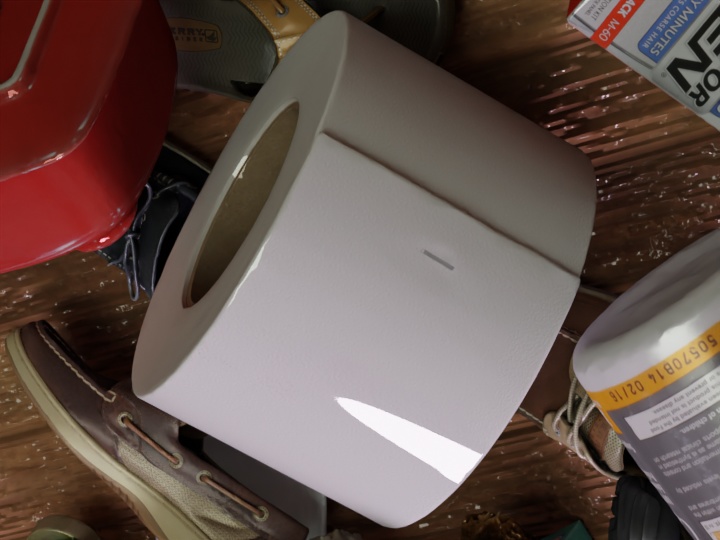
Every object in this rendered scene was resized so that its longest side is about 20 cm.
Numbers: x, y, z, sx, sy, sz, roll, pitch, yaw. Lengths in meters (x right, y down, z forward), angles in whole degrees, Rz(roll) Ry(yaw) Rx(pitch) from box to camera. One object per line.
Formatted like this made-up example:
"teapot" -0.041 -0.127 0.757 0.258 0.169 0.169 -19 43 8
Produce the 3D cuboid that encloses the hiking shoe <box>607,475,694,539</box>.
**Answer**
"hiking shoe" 0.176 0.152 1.049 0.100 0.200 0.076 0 64 20

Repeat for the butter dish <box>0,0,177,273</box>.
"butter dish" -0.163 -0.069 1.086 0.198 0.201 0.148 -13 133 26

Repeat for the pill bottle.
"pill bottle" 0.191 0.085 0.955 0.116 0.116 0.201 -33 96 30

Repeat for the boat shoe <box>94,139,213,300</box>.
"boat shoe" -0.103 -0.022 1.162 0.199 0.062 0.075 24 119 16

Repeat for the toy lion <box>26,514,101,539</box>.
"toy lion" -0.098 0.243 1.245 0.190 0.069 0.202 4 124 18

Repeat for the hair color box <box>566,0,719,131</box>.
"hair color box" 0.203 -0.104 0.963 0.199 0.064 0.111 33 120 -9

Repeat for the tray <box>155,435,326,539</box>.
"tray" -0.064 0.116 1.217 0.106 0.022 0.202 10 113 22

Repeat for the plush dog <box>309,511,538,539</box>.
"plush dog" 0.029 0.207 1.079 0.160 0.200 0.172 40 125 -5

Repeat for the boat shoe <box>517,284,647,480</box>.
"boat shoe" 0.130 0.064 1.079 0.198 0.072 0.076 21 116 17

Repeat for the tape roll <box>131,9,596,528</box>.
"tape roll" 0.000 0.000 1.021 0.138 0.203 0.203 29 121 -15

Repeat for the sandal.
"sandal" -0.047 -0.120 1.103 0.198 0.055 0.083 5 111 23

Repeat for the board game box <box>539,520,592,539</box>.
"board game box" 0.106 0.254 1.176 0.151 0.045 0.201 -30 94 31

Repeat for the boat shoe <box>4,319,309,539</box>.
"boat shoe" -0.109 0.091 1.186 0.072 0.072 0.200 -45 74 0
